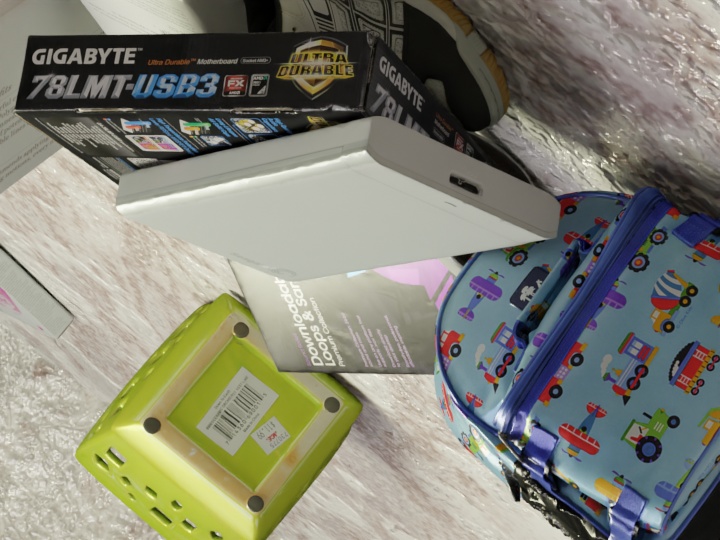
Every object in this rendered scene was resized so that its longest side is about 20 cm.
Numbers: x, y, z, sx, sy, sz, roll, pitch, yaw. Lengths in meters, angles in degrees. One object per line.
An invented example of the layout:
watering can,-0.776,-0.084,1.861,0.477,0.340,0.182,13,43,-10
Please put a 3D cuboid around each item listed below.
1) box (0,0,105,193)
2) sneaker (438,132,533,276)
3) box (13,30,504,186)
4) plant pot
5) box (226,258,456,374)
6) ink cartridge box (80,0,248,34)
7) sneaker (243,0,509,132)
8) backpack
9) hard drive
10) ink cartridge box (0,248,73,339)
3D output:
box,-0.268,-0.165,1.482,0.200,0.199,0.171,36,141,17
sneaker,0.077,-0.013,1.425,0.200,0.073,0.085,43,164,-24
box,-0.047,-0.067,1.276,0.198,0.050,0.200,1,163,25
plant pot,-0.125,0.147,2.258,0.199,0.200,0.181,40,161,-1
box,0.000,0.000,1.537,0.200,0.036,0.143,-1,121,43
ink cartridge box,-0.079,-0.144,1.389,0.145,0.083,0.200,28,162,37
sneaker,-0.014,-0.128,1.262,0.200,0.088,0.076,41,165,-13
backpack,0.127,0.040,1.240,0.200,0.183,0.135,37,175,27
hard drive,-0.014,-0.033,1.246,0.132,0.026,0.200,22,159,-38
ink cartridge box,-0.469,-0.008,2.994,0.200,0.043,0.196,46,166,-33
